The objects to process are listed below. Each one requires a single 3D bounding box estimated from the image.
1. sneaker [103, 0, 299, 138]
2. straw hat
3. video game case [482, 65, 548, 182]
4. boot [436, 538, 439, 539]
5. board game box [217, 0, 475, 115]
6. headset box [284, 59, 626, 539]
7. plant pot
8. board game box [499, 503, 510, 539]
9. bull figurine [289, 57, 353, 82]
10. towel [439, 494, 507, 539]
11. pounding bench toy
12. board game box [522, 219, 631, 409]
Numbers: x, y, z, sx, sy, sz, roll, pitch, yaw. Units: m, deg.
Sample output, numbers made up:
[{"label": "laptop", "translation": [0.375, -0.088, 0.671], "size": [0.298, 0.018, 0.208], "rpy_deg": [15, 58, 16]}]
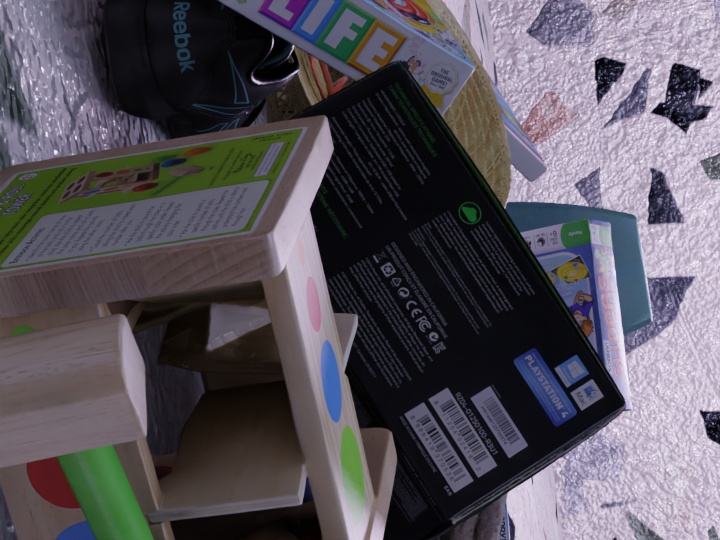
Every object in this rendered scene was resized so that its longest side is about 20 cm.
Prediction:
[{"label": "sneaker", "translation": [-0.064, -0.099, 0.851], "size": [0.200, 0.079, 0.076], "rpy_deg": [-15, 96, -81]}, {"label": "straw hat", "translation": [-0.007, -0.092, 0.982], "size": [0.201, 0.085, 0.202], "rpy_deg": [34, 42, -37]}, {"label": "video game case", "translation": [0.048, -0.158, 1.159], "size": [0.143, 0.017, 0.200], "rpy_deg": [38, 19, -43]}, {"label": "boot", "translation": [0.003, 0.154, 0.958], "size": [0.151, 0.073, 0.201], "rpy_deg": [86, -9, -69]}, {"label": "board game box", "translation": [-0.033, -0.151, 0.814], "size": [0.134, 0.034, 0.200], "rpy_deg": [27, 19, -27]}, {"label": "headset box", "translation": [0.008, 0.034, 0.766], "size": [0.174, 0.093, 0.200], "rpy_deg": [57, -18, 10]}, {"label": "plant pot", "translation": [0.129, 0.017, 1.413], "size": [0.141, 0.199, 0.142], "rpy_deg": [121, -38, -82]}, {"label": "board game box", "translation": [0.055, 0.238, 1.121], "size": [0.200, 0.034, 0.136], "rpy_deg": [112, -20, -54]}, {"label": "bull figurine", "translation": [-0.036, -0.165, 1.076], "size": [0.121, 0.065, 0.201], "rpy_deg": [180, -103, -82]}, {"label": "towel", "translation": [0.054, 0.151, 0.974], "size": [0.133, 0.034, 0.201], "rpy_deg": [-96, -168, -58]}, {"label": "pounding bench toy", "translation": [-0.067, 0.061, 0.557], "size": [0.200, 0.124, 0.157], "rpy_deg": [-73, 153, -68]}, {"label": "board game box", "translation": [0.096, 0.048, 1.256], "size": [0.034, 0.199, 0.136], "rpy_deg": [7, 74, -53]}]
